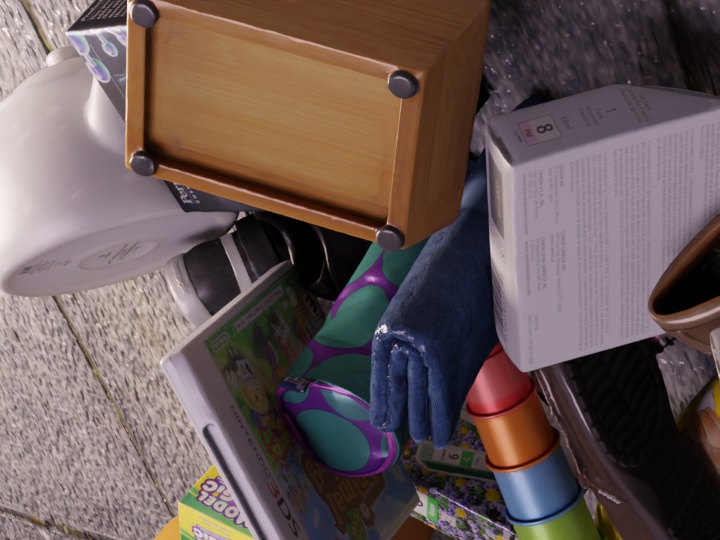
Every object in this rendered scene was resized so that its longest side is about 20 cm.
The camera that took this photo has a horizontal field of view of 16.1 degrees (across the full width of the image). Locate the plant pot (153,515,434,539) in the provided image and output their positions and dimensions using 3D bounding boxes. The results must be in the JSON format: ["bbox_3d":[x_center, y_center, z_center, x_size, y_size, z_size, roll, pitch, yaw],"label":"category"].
[{"bbox_3d":[-0.041,0.217,1.881,0.200,0.183,0.201,28,149,19],"label":"plant pot"}]

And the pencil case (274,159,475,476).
[{"bbox_3d":[0.020,0.023,1.557,0.092,0.200,0.085,10,143,29],"label":"pencil case"}]

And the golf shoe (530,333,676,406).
[{"bbox_3d":[0.154,0.016,1.544,0.092,0.072,0.200,53,144,7],"label":"golf shoe"}]

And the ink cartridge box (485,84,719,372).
[{"bbox_3d":[0.169,-0.035,1.388,0.163,0.199,0.057,84,164,-45],"label":"ink cartridge box"}]

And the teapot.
[{"bbox_3d":[-0.180,-0.076,1.691,0.199,0.197,0.147,-22,77,20],"label":"teapot"}]

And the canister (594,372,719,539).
[{"bbox_3d":[0.246,0.138,1.581,0.148,0.087,0.200,36,147,4],"label":"canister"}]

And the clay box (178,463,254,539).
[{"bbox_3d":[-0.040,0.154,1.782,0.114,0.200,0.048,23,136,23],"label":"clay box"}]

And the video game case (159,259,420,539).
[{"bbox_3d":[-0.038,0.101,1.576,0.022,0.200,0.183,-25,97,23],"label":"video game case"}]

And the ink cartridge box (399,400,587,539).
[{"bbox_3d":[0.055,0.110,1.718,0.199,0.109,0.050,27,147,18],"label":"ink cartridge box"}]

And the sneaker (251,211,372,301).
[{"bbox_3d":[0.000,0.000,1.654,0.200,0.088,0.076,49,147,-17],"label":"sneaker"}]

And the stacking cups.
[{"bbox_3d":[0.105,0.129,1.602,0.060,0.060,0.201,-2,120,47],"label":"stacking cups"}]

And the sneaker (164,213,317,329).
[{"bbox_3d":[-0.043,0.020,1.744,0.073,0.112,0.200,68,-168,24],"label":"sneaker"}]

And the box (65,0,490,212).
[{"bbox_3d":[-0.051,-0.124,1.529,0.199,0.107,0.149,0,132,46],"label":"box"}]

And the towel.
[{"bbox_3d":[0.069,0.000,1.473,0.048,0.200,0.112,21,145,17],"label":"towel"}]

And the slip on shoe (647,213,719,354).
[{"bbox_3d":[0.231,-0.027,1.331,0.060,0.076,0.200,15,137,-40],"label":"slip on shoe"}]

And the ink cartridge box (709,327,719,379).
[{"bbox_3d":[0.310,0.062,1.370,0.199,0.044,0.198,-19,142,16],"label":"ink cartridge box"}]

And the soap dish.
[{"bbox_3d":[-0.037,-0.101,1.376,0.199,0.081,0.158,16,135,9],"label":"soap dish"}]

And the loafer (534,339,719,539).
[{"bbox_3d":[0.145,0.102,1.503,0.071,0.073,0.201,-3,123,46],"label":"loafer"}]
